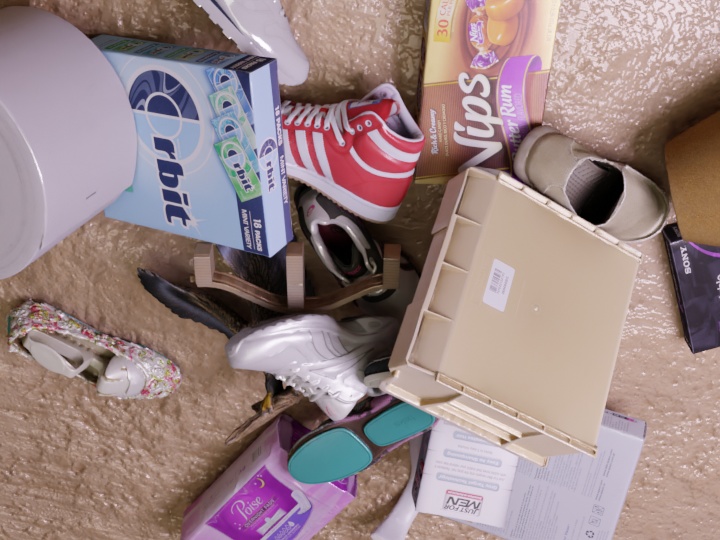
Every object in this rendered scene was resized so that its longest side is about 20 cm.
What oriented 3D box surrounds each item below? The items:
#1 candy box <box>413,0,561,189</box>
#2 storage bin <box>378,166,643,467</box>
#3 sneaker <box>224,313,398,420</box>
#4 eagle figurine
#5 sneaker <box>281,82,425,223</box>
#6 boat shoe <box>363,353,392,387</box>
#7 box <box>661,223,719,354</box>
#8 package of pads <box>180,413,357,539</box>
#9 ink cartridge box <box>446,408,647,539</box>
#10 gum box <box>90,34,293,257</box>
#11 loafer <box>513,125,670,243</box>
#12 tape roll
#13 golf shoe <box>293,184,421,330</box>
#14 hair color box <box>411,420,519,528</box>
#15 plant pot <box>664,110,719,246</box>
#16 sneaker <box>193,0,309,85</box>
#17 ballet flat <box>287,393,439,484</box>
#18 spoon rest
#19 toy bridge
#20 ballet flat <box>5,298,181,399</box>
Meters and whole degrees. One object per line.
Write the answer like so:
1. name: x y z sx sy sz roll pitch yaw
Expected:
1. candy box: 0.111 -0.176 0.885 0.115 0.057 0.203 3 118 -2
2. storage bin: 0.134 0.042 0.873 0.197 0.202 0.094 26 159 -16
3. sneaker: -0.037 0.092 0.920 0.198 0.101 0.077 1 170 -39
4. eagle figurine: -0.113 0.050 0.994 0.151 0.151 0.202 -28 86 -27
5. sneaker: -0.035 -0.134 0.885 0.198 0.072 0.113 26 128 -4
6. boat shoe: 0.091 0.066 0.940 0.196 0.075 0.067 -11 79 -14
7. box: 0.418 -0.005 0.988 0.197 0.036 0.144 -17 118 11
8. package of pads: -0.107 0.269 1.125 0.120 0.076 0.200 36 113 -18
9. ink cartridge box: 0.203 0.228 1.107 0.197 0.043 0.199 17 120 15
10. gum box: -0.160 -0.114 0.881 0.198 0.045 0.172 14 123 26
11. loafer: 0.225 -0.067 0.908 0.198 0.068 0.076 19 110 -35
12. tape roll: -0.315 -0.112 0.847 0.200 0.139 0.205 11 121 19
13. golf shoe: 0.000 0.000 0.969 0.077 0.088 0.200 -33 115 16
14. hair color box: 0.121 0.157 1.025 0.097 0.061 0.203 11 94 -3
15. plant pot: 0.382 -0.092 0.873 0.197 0.187 0.188 -11 120 22
16. sneaker: -0.104 -0.247 0.844 0.080 0.076 0.200 -43 116 2
17. ballet flat: 0.008 0.162 1.022 0.199 0.071 0.069 -34 108 28
18. spoon rest: 0.079 0.231 1.111 0.099 0.061 0.201 34 111 8
19. toy bridge: -0.061 0.008 0.909 0.197 0.027 0.068 0 125 0
20. ballet flat: -0.289 0.100 1.041 0.198 0.064 0.076 24 116 -13
